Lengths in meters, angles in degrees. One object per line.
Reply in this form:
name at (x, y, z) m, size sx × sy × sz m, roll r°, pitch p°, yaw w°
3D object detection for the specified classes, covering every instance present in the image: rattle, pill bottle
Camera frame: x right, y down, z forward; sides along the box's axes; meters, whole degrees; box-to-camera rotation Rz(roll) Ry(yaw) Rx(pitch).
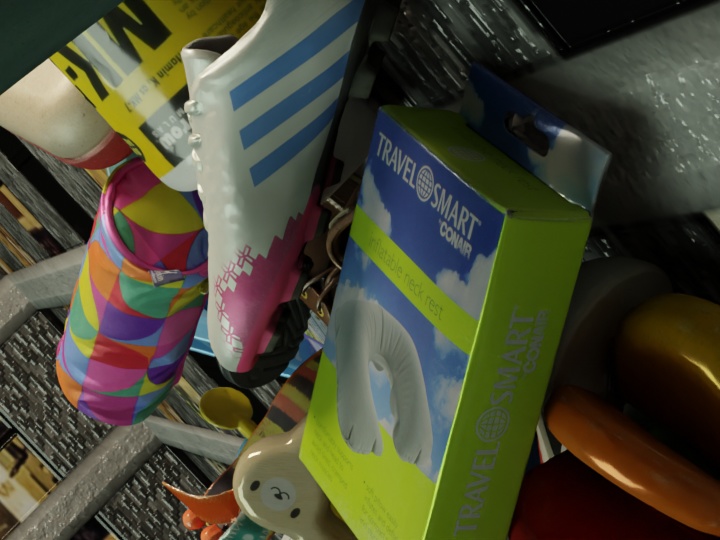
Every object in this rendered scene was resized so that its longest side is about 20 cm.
rattle at (-0.024, 0.147, 0.902) m, size 0.144 × 0.197 × 0.131 m, roll -89°, pitch -8°, yaw -56°
pill bottle at (-0.086, -0.113, 0.796) m, size 0.200 × 0.114 × 0.114 m, roll 47°, pitch 165°, yaw -9°

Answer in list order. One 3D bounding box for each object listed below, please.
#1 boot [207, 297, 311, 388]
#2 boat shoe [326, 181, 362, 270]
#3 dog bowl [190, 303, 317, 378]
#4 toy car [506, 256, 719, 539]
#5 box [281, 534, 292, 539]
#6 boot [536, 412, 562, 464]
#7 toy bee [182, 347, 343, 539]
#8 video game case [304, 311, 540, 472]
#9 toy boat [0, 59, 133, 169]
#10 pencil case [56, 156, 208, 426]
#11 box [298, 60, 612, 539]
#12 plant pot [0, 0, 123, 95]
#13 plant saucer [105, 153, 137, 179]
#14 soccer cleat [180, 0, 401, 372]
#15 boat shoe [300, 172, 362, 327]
boot at (-0.108, -0.028, 1.056) m, size 0.065 × 0.167 × 0.199 m, roll 0°, pitch -168°, yaw -37°
boat shoe at (0.038, -0.018, 0.791) m, size 0.076 × 0.072 × 0.200 m, roll 48°, pitch 165°, yaw -11°
dog bowl at (-0.102, 0.038, 1.214) m, size 0.198 × 0.050 × 0.112 m, roll 15°, pitch 170°, yaw 15°
toy car at (0.134, 0.108, 0.701) m, size 0.174 × 0.150 × 0.201 m, roll 33°, pitch 158°, yaw 38°
box at (0.074, 0.217, 1.084) m, size 0.198 × 0.132 × 0.199 m, roll 25°, pitch 178°, yaw -30°
boot at (0.136, 0.163, 0.867) m, size 0.145 × 0.071 × 0.202 m, roll 71°, pitch -167°, yaw -60°
toy bee at (-0.057, 0.142, 1.034) m, size 0.130 × 0.203 × 0.108 m, roll 15°, pitch -169°, yaw 30°
video game case at (0.019, 0.049, 1.079) m, size 0.181 × 0.045 × 0.201 m, roll 24°, pitch 154°, yaw 51°
toy boat at (-0.145, -0.124, 0.954) m, size 0.130 × 0.132 × 0.199 m, roll 27°, pitch -179°, yaw -40°
pencil case at (-0.129, 0.017, 0.961) m, size 0.088 × 0.088 × 0.200 m, roll 43°, pitch 145°, yaw 7°
box at (0.034, 0.023, 0.683) m, size 0.122 × 0.047 × 0.202 m, roll 45°, pitch 128°, yaw 55°
plant pot at (-0.137, -0.172, 0.616) m, size 0.200 × 0.196 × 0.201 m, roll 41°, pitch 166°, yaw 13°
plant saucer at (-0.155, -0.083, 1.050) m, size 0.070 × 0.019 × 0.203 m, roll 158°, pitch 100°, yaw -67°
soccer cleat at (-0.048, -0.055, 0.724) m, size 0.085 × 0.202 × 0.070 m, roll 19°, pitch -164°, yaw 0°
boat shoe at (0.000, 0.001, 0.910) m, size 0.199 × 0.072 × 0.068 m, roll 38°, pitch -160°, yaw 8°
